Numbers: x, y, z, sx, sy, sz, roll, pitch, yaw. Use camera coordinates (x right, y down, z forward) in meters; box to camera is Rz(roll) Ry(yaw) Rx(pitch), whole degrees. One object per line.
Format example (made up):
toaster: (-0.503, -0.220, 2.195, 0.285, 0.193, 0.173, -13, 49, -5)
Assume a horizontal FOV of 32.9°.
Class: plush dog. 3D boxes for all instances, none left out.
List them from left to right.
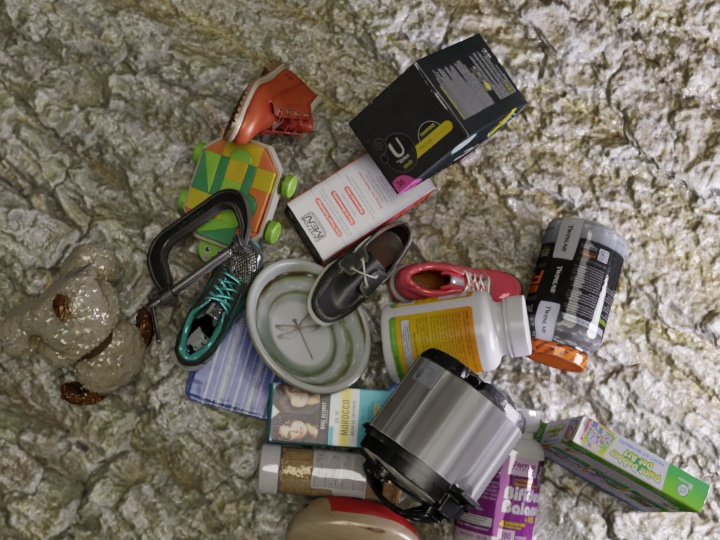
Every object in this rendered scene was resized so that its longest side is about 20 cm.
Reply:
plush dog: (-0.361, 0.086, 1.641, 0.200, 0.160, 0.172, -46, 116, -11)

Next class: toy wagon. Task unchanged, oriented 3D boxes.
toy wagon: (-0.182, -0.087, 1.710, 0.153, 0.040, 0.203, 20, 92, 15)

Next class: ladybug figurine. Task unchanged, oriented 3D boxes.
ladybug figurine: (-0.004, 0.359, 1.655, 0.197, 0.136, 0.073, 17, 47, -15)

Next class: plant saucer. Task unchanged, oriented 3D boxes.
plant saucer: (-0.079, 0.084, 1.686, 0.198, 0.050, 0.203, 18, 54, -26)

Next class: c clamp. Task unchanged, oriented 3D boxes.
c clamp: (-0.220, -0.016, 1.654, 0.199, 0.027, 0.172, -39, 48, 8)

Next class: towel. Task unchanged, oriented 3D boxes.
towel: (-0.136, 0.137, 1.720, 0.197, 0.024, 0.147, 16, 76, -7)

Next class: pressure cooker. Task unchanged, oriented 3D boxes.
pressure cooker: (0.095, 0.224, 1.575, 0.178, 0.176, 0.201, 37, 80, 3)

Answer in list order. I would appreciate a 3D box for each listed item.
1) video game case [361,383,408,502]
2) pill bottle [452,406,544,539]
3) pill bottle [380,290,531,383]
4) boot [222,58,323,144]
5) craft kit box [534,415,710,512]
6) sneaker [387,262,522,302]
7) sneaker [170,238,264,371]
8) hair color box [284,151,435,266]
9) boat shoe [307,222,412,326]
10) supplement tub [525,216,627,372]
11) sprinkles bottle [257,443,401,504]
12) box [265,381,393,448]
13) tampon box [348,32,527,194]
video game case: (0.094, 0.218, 1.741, 0.199, 0.018, 0.144, -33, 86, -12)
pill bottle: (0.195, 0.288, 1.689, 0.111, 0.112, 0.203, 10, 86, -7)
pill bottle: (0.134, 0.089, 1.690, 0.197, 0.111, 0.113, -9, 82, 12)
boot: (-0.119, -0.220, 1.706, 0.107, 0.075, 0.201, 36, 38, -2)
craft kit box: (0.352, 0.270, 1.681, 0.198, 0.198, 0.049, 29, 79, -4)
sneaker: (0.141, 0.027, 1.744, 0.197, 0.087, 0.075, 4, 81, -8)
sneaker: (-0.191, 0.049, 1.652, 0.077, 0.091, 0.202, 28, 87, -4)
hair color box: (-0.002, -0.101, 1.756, 0.199, 0.061, 0.102, -32, 86, -13)
boat shoe: (0.000, 0.000, 1.707, 0.072, 0.068, 0.200, 49, 58, -2)
supplement tub: (0.302, 0.036, 1.749, 0.121, 0.123, 0.203, 19, 78, -5)
sprinkles bottle: (-0.041, 0.280, 1.674, 0.197, 0.068, 0.069, 5, 80, -2)
box: (-0.030, 0.203, 1.688, 0.197, 0.049, 0.084, 5, 80, -9)
tampon box: (0.112, -0.220, 1.704, 0.127, 0.150, 0.199, 54, 38, 3)
